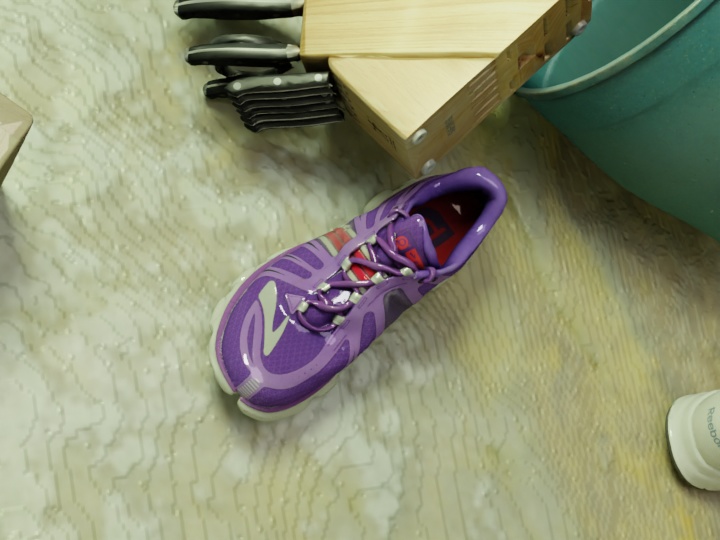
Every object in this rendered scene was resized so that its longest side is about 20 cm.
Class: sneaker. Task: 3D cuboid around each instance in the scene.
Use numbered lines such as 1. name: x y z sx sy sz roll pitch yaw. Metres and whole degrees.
1. sneaker: 0.285 0.092 0.898 0.199 0.087 0.075 -8 77 -25
2. sneaker: 0.000 0.000 0.809 0.200 0.083 0.081 -41 92 -25

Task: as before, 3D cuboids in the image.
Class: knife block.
1. knife block: 0.005 -0.148 0.820 0.200 0.064 0.176 -42 73 -5

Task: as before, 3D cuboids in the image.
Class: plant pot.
1. plant pot: 0.218 -0.114 0.879 0.188 0.200 0.201 44 63 -22

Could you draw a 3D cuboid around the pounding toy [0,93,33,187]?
1. pounding toy: -0.261 -0.071 0.688 0.184 0.142 0.201 34 66 -11
